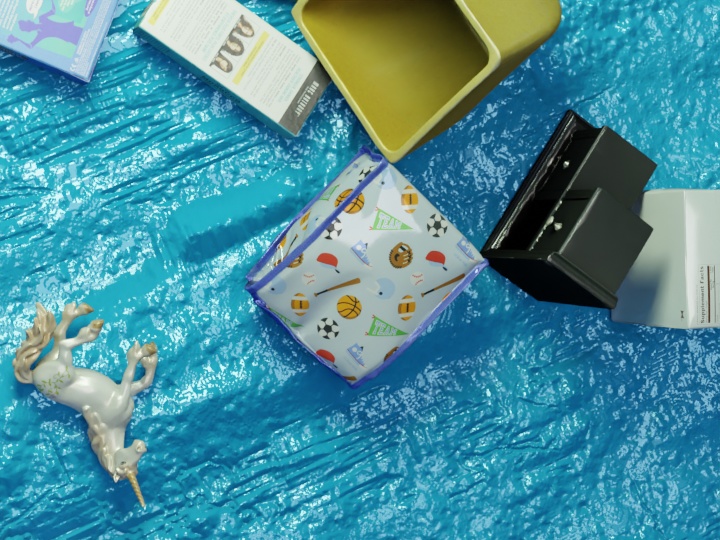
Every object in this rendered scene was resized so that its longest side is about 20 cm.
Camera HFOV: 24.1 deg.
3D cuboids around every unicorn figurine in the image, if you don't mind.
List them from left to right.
[{"bbox_3d":[-0.265,0.124,1.719,0.199,0.074,0.138,32,92,-1],"label":"unicorn figurine"}]

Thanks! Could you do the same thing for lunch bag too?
[{"bbox_3d":[0.000,0.000,1.759,0.170,0.124,0.200,42,90,-16],"label":"lunch bag"}]

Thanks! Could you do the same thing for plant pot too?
[{"bbox_3d":[0.090,-0.263,1.732,0.199,0.194,0.196,-27,80,-45],"label":"plant pot"}]

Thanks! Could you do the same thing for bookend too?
[{"bbox_3d":[0.243,-0.069,1.793,0.092,0.200,0.200,35,83,-15],"label":"bookend"}]

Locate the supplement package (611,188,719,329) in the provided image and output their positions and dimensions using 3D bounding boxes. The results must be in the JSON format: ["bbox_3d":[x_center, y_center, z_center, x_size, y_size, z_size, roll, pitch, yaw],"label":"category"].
[{"bbox_3d":[0.401,-0.016,1.846,0.198,0.191,0.149,-2,92,-17],"label":"supplement package"}]

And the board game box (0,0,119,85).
[{"bbox_3d":[-0.340,-0.295,1.691,0.199,0.045,0.153,22,86,-16],"label":"board game box"}]

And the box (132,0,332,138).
[{"bbox_3d":[-0.131,-0.227,1.753,0.199,0.049,0.083,35,82,-15],"label":"box"}]
